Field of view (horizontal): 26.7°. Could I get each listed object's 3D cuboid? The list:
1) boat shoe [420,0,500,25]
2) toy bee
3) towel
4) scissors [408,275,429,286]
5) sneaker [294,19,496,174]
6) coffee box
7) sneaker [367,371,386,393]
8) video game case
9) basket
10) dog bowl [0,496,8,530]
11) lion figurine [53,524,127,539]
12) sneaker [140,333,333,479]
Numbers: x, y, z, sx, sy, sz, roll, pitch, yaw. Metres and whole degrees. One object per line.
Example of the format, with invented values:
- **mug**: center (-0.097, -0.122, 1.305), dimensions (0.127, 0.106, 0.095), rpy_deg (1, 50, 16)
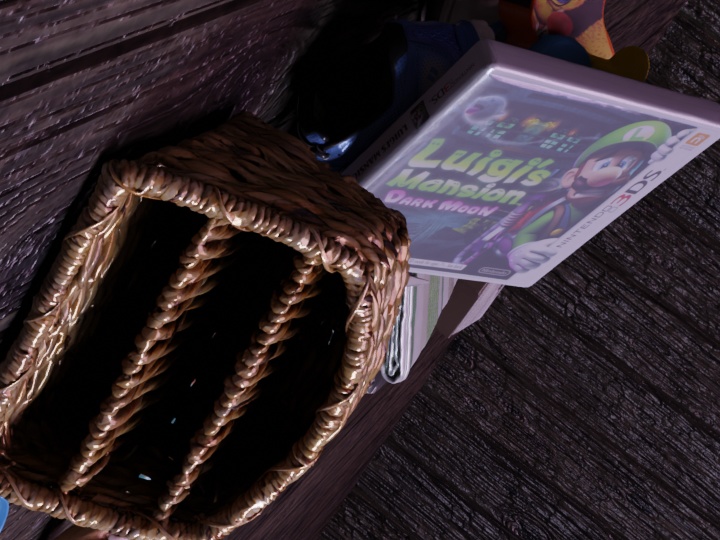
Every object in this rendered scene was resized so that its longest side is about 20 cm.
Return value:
- **boat shoe**: center (0.064, -0.164, 0.994), dimensions (0.067, 0.057, 0.200), rpy_deg (-23, 150, -19)
- **toy bee**: center (0.122, -0.143, 0.901), dimensions (0.109, 0.131, 0.200), rpy_deg (-45, 147, -8)
- **towel**: center (0.053, -0.023, 1.197), dimensions (0.200, 0.031, 0.150), rpy_deg (-58, 155, -55)
- **scissors**: center (0.000, 0.000, 1.023), dimensions (0.200, 0.014, 0.073), rpy_deg (-15, 130, -50)
- **sneaker**: center (-0.009, -0.082, 0.871), dimensions (0.089, 0.079, 0.200), rpy_deg (9, 143, -33)
- **coffee box**: center (0.086, -0.005, 1.564), dimensions (0.080, 0.114, 0.200), rpy_deg (-54, 171, 11)
- **sneaker**: center (-0.021, 0.005, 1.161), dimensions (0.075, 0.086, 0.201), rpy_deg (-49, 148, -47)
- **video game case**: center (0.085, -0.052, 0.870), dimensions (0.200, 0.023, 0.182), rpy_deg (8, 143, -40)
- **basket**: center (-0.076, 0.045, 0.745), dimensions (0.200, 0.143, 0.149), rpy_deg (-57, 172, 23)
- **dog bowl**: center (-0.208, 0.116, 0.627), dimensions (0.112, 0.050, 0.200), rpy_deg (-51, 171, -17)
- **lion figurine**: center (-0.206, 0.228, 1.042), dimensions (0.122, 0.072, 0.200), rpy_deg (27, 90, -54)
- **sneaker**: center (-0.087, 0.090, 1.078), dimensions (0.200, 0.080, 0.071), rpy_deg (-49, 171, -7)
